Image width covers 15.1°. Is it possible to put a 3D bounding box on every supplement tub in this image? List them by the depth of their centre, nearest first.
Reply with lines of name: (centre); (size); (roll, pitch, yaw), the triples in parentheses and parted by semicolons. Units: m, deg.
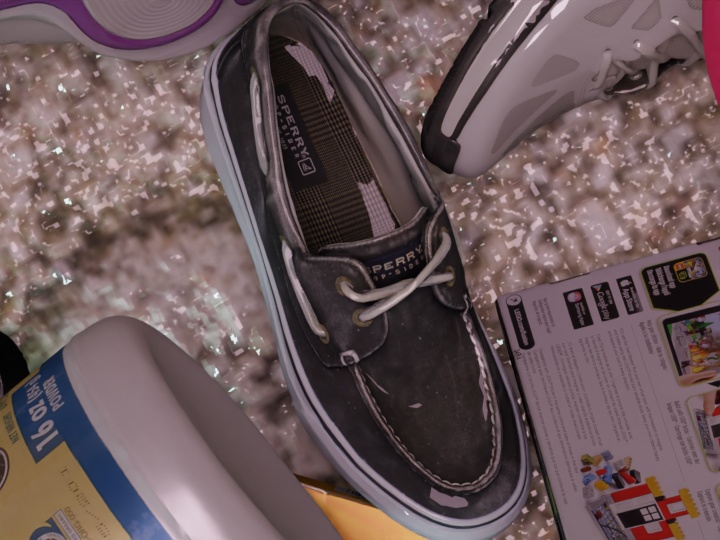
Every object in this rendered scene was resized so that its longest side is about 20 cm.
supplement tub: (-0.107, 0.127, 0.870); (0.200, 0.145, 0.145); (-39, 87, 3)

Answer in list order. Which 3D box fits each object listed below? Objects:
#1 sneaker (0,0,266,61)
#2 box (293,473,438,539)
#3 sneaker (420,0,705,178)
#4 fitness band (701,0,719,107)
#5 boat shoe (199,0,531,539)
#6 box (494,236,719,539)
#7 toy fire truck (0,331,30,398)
sneaker: (-0.125, -0.117, 0.949); (0.199, 0.100, 0.075); (-8, 119, -20)
box: (-0.051, 0.168, 0.957); (0.119, 0.041, 0.201); (16, 91, 3)
sneaker: (0.120, -0.085, 0.938); (0.115, 0.076, 0.201); (44, 88, 5)
fitness band: (0.198, -0.065, 0.911); (0.200, 0.037, 0.144); (25, 77, -23)
boat shoe: (0.000, 0.000, 0.927); (0.072, 0.071, 0.200); (-26, 80, -18)
box: (0.116, 0.069, 0.886); (0.110, 0.200, 0.035); (-15, 130, 2)
toy fire truck: (-0.247, 0.035, 0.941); (0.200, 0.129, 0.176); (-32, 82, 20)
